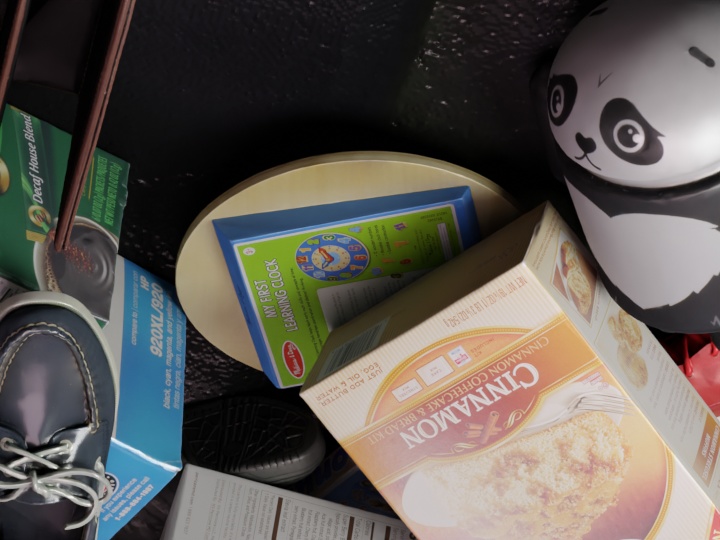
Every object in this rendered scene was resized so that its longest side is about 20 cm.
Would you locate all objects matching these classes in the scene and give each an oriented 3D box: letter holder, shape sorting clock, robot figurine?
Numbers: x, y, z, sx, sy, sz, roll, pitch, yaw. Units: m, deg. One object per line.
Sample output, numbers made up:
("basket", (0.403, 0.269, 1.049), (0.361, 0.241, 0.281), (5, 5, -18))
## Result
("letter holder", (-0.161, -0.124, 1.393), (0.100, 0.143, 0.200), (11, 134, -10))
("shape sorting clock", (0.000, 0.000, 1.583), (0.199, 0.039, 0.200), (-5, 143, -4))
("robot figurine", (0.163, -0.048, 1.474), (0.150, 0.125, 0.200), (-11, 134, 12))

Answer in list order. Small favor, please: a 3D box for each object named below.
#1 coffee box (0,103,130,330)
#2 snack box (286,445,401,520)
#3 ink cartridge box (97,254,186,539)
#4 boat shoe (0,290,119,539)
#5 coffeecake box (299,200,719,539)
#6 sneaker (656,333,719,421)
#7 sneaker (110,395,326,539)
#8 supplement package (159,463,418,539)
("coffee box", (-0.215, -0.044, 1.488), (0.199, 0.123, 0.044), (27, 130, -21))
("snack box", (0.002, 0.133, 1.717), (0.072, 0.024, 0.200), (25, 131, -32))
("ink cartridge box", (-0.215, 0.055, 1.567), (0.200, 0.145, 0.147), (30, 126, -26))
("boat shoe", (-0.160, 0.100, 1.469), (0.075, 0.062, 0.201), (6, 129, -6))
("coffeecake box", (0.092, 0.089, 1.549), (0.153, 0.073, 0.200), (-31, 106, 28))
("sneaker", (0.182, 0.035, 1.604), (0.199, 0.078, 0.116), (-10, 126, -6))
("sneaker", (-0.105, 0.134, 1.706), (0.199, 0.060, 0.104), (-7, 133, 16))
("supplement package", (-0.023, 0.210, 1.642), (0.199, 0.120, 0.121), (16, 134, -6))
